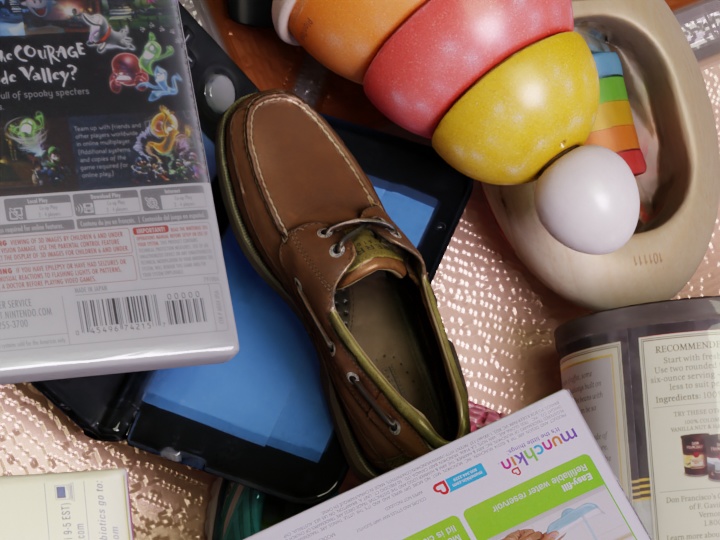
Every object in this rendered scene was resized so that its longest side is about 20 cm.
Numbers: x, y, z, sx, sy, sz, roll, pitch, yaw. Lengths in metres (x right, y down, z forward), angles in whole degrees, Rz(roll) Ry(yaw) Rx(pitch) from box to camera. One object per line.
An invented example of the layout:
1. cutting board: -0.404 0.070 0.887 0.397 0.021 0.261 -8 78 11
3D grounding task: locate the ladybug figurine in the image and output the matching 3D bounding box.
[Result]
1. ladybug figurine: 0.112 -0.073 1.309 0.135 0.072 0.201 -7 83 -22

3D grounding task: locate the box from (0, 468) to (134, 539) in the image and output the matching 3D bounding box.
1. box: -0.212 0.147 1.075 0.199 0.176 0.097 -1 79 -23

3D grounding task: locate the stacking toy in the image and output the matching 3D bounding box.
1. stacking toy: 0.064 -0.090 1.207 0.146 0.146 0.200 -29 78 -24

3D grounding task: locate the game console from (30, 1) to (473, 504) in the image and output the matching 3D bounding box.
1. game console: -0.065 -0.019 1.185 0.171 0.118 0.201 47 56 -37

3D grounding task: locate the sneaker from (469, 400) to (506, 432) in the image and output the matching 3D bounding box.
1. sneaker: 0.030 0.127 1.209 0.080 0.075 0.200 17 33 9

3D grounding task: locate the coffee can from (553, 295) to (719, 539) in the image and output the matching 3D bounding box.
1. coffee can: 0.174 0.123 1.254 0.146 0.146 0.201 1 80 -22

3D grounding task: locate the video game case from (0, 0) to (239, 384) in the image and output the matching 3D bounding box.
1. video game case: -0.163 -0.039 1.130 0.199 0.023 0.183 -5 75 -23

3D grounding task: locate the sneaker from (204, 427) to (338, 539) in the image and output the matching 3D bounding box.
1. sneaker: -0.044 0.167 1.193 0.077 0.080 0.201 8 77 -20

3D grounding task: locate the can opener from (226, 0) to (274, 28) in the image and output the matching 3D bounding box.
1. can opener: 0.014 -0.183 1.307 0.199 0.079 0.063 -18 47 -27

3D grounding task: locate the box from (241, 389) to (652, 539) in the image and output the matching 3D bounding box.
1. box: 0.036 0.175 1.044 0.199 0.097 0.177 -25 70 -15

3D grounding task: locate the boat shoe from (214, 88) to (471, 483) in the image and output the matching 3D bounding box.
1. boat shoe: 0.000 0.000 1.156 0.072 0.068 0.201 -24 81 -25
